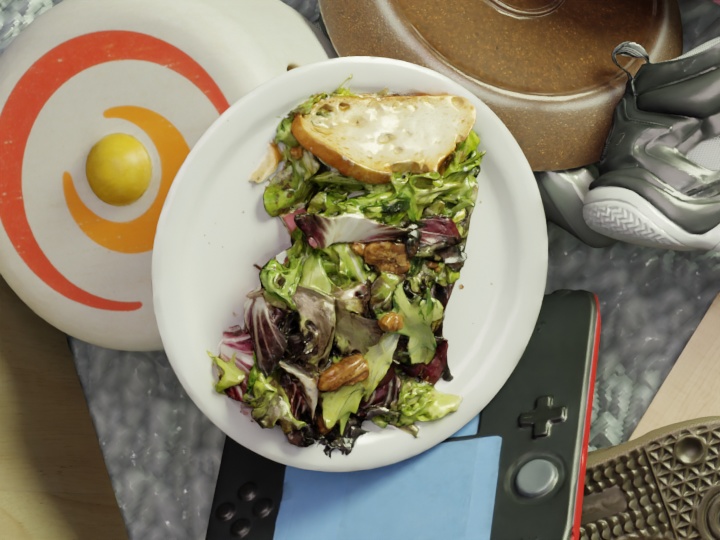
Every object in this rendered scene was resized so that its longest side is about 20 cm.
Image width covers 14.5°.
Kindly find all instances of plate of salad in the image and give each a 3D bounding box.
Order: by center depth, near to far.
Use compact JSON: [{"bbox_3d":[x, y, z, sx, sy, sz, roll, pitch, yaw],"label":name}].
[{"bbox_3d":[0.000,0.000,1.335,0.199,0.048,0.201,-4,102,-19],"label":"plate of salad"}]

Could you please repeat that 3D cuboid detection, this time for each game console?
[{"bbox_3d":[0.019,0.094,1.396,0.199,0.031,0.178,-8,55,23],"label":"game console"}]

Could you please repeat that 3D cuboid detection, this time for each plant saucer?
[{"bbox_3d":[0.077,-0.145,1.444,0.199,0.035,0.201,8,59,-13],"label":"plant saucer"}]

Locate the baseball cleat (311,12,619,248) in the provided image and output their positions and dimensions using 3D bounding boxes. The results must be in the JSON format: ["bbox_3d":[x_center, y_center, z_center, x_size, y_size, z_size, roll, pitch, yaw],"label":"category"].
[{"bbox_3d":[0.048,-0.065,1.472,0.106,0.070,0.200,-47,74,12],"label":"baseball cleat"}]

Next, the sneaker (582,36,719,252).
[{"bbox_3d":[0.213,-0.062,1.402,0.199,0.075,0.114,6,89,-6],"label":"sneaker"}]

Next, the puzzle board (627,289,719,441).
[{"bbox_3d":[0.250,0.047,1.443,0.150,0.017,0.200,31,84,13],"label":"puzzle board"}]

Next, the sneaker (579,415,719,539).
[{"bbox_3d":[0.142,0.108,1.410,0.199,0.076,0.071,-10,97,5],"label":"sneaker"}]

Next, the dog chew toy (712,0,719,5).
[{"bbox_3d":[0.195,-0.187,1.424,0.199,0.124,0.125,15,79,-28],"label":"dog chew toy"}]

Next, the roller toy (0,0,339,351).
[{"bbox_3d":[-0.095,-0.052,1.417,0.200,0.140,0.183,40,107,12],"label":"roller toy"}]

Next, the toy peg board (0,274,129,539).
[{"bbox_3d":[-0.215,0.095,1.406,0.097,0.200,0.200,-23,77,17],"label":"toy peg board"}]
